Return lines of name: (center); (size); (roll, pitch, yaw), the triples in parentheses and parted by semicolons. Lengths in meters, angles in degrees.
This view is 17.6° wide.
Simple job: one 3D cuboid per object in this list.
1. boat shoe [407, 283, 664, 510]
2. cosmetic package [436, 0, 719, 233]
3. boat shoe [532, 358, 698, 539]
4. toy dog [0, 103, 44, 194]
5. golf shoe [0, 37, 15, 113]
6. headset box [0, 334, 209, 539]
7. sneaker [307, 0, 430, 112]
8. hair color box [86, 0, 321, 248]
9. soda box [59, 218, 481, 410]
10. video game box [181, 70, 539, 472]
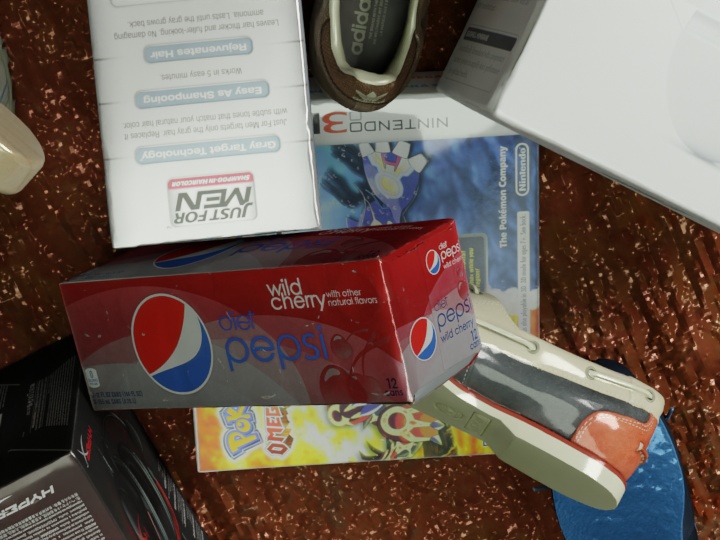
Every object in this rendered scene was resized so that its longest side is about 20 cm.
boat shoe: (0.054, 0.042, 1.139); (0.199, 0.071, 0.063); (30, 72, 0)
cosmetic package: (0.173, -0.126, 1.078); (0.198, 0.123, 0.201); (25, 94, -13)
boat shoe: (0.138, 0.133, 1.231); (0.083, 0.069, 0.201); (-11, 114, 5)
toy dog: (-0.238, -0.083, 1.044); (0.199, 0.096, 0.133); (29, 92, 23)
golf shoe: (-0.209, -0.040, 1.118); (0.078, 0.097, 0.202); (3, 110, -4)
headset box: (-0.125, 0.153, 1.172); (0.075, 0.149, 0.201); (-26, 110, 6)
sneaker: (0.017, -0.173, 1.077); (0.070, 0.076, 0.202); (3, 98, -10)
hair color box: (-0.076, -0.115, 1.087); (0.098, 0.061, 0.202); (-5, 94, -2)
soda box: (-0.044, 0.022, 1.086); (0.199, 0.063, 0.071); (-4, 105, 38)
video game box: (0.000, 0.000, 1.178); (0.181, 0.047, 0.202); (-3, 112, -1)
